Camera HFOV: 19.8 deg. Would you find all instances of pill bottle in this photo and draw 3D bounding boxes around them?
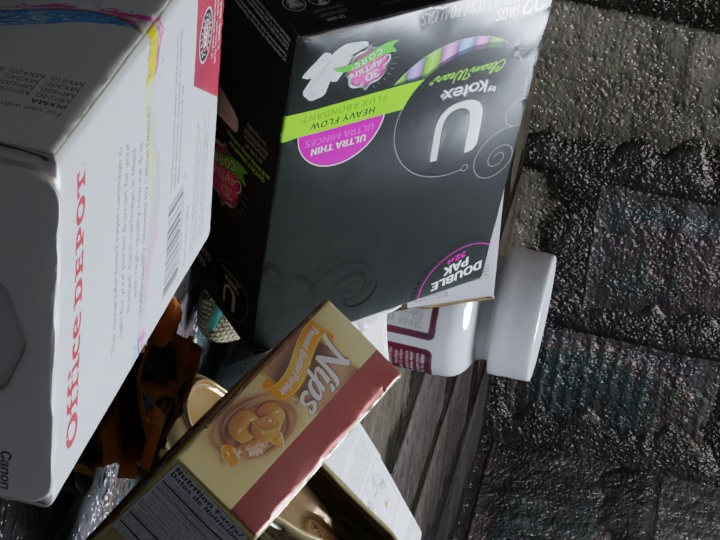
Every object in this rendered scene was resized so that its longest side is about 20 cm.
[{"bbox_3d":[0.032,0.013,1.452,0.110,0.199,0.110,12,90,-82],"label":"pill bottle"}]

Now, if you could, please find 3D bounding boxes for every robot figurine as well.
[{"bbox_3d":[-0.109,0.010,0.974,0.145,0.058,0.201,-67,165,-57],"label":"robot figurine"}]

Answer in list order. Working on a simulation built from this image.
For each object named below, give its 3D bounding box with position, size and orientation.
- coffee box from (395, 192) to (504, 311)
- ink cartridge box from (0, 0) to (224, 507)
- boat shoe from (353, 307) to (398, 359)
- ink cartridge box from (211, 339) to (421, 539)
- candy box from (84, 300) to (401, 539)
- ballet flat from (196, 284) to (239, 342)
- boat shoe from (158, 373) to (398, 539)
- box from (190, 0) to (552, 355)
[{"bbox_3d":[0.042,-0.082,1.327,0.201,0.079,0.115,91,-13,-46],"label":"coffee box"},{"bbox_3d":[-0.118,-0.033,0.769,0.200,0.082,0.146,-65,165,-57],"label":"ink cartridge box"},{"bbox_3d":[0.000,0.000,1.284,0.072,0.065,0.201,-58,142,-57],"label":"boat shoe"},{"bbox_3d":[-0.037,0.149,1.353,0.201,0.047,0.160,60,27,-22],"label":"ink cartridge box"},{"bbox_3d":[-0.068,0.101,1.015,0.115,0.055,0.200,-47,-179,-32],"label":"candy box"},{"bbox_3d":[-0.061,0.003,1.328,0.076,0.068,0.200,-58,173,20],"label":"ballet flat"},{"bbox_3d":[-0.049,0.124,1.230,0.200,0.062,0.074,45,45,-34],"label":"boat shoe"},{"bbox_3d":[-0.011,-0.085,1.019,0.124,0.148,0.201,52,-34,35],"label":"box"}]
